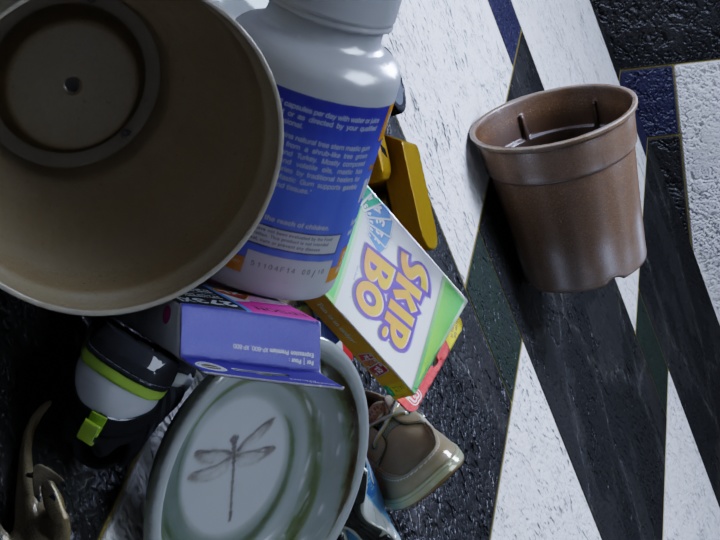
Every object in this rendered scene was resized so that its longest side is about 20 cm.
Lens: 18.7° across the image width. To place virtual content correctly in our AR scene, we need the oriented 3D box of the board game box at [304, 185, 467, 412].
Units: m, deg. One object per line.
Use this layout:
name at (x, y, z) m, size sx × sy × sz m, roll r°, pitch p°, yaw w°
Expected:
board game box at (0.000, 0.000, 1.520) m, size 0.200 × 0.030 × 0.096 m, roll 50°, pitch 51°, yaw -24°

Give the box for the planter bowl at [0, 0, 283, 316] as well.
planter bowl at (-0.157, -0.092, 1.263) m, size 0.200 × 0.200 × 0.135 m, roll 65°, pitch -5°, yaw -28°

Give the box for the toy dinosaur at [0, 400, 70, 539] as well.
toy dinosaur at (-0.177, 0.149, 1.198) m, size 0.101 × 0.058 × 0.200 m, roll 79°, pitch -9°, yaw -62°

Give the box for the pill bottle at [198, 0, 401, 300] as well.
pill bottle at (-0.040, -0.093, 1.340) m, size 0.112 × 0.112 × 0.200 m, roll -53°, pitch 163°, yaw -70°

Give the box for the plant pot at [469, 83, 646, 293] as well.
plant pot at (0.246, -0.093, 2.570) m, size 0.200 × 0.200 × 0.199 m, roll -70°, pitch 148°, yaw -64°

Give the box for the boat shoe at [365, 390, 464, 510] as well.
boat shoe at (0.024, 0.136, 1.728) m, size 0.065 × 0.072 × 0.200 m, roll 53°, pitch -6°, yaw -13°

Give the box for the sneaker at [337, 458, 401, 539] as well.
sneaker at (-0.029, 0.155, 1.650) m, size 0.090 × 0.078 × 0.200 m, roll -110°, pitch 179°, yaw -55°

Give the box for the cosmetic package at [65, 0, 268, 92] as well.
cosmetic package at (-0.118, -0.146, 1.417) m, size 0.200 × 0.081 × 0.113 m, roll 22°, pitch 66°, yaw -33°

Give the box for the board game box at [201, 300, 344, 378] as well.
board game box at (-0.089, -0.019, 1.485) m, size 0.135 × 0.034 × 0.200 m, roll -39°, pitch 105°, yaw -41°

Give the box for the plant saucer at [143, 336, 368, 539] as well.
plant saucer at (-0.077, 0.130, 1.414) m, size 0.200 × 0.050 × 0.200 m, roll -24°, pitch 123°, yaw -42°

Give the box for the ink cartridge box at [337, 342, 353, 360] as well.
ink cartridge box at (-0.065, 0.009, 1.637) m, size 0.200 × 0.067 × 0.116 m, roll 36°, pitch 42°, yaw -63°

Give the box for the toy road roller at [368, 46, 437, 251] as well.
toy road roller at (-0.028, -0.085, 1.739) m, size 0.146 × 0.123 × 0.200 m, roll -7°, pitch 84°, yaw -74°

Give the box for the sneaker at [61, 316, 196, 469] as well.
sneaker at (-0.152, 0.076, 1.314) m, size 0.083 × 0.072 × 0.200 m, roll -61°, pitch 177°, yaw -3°

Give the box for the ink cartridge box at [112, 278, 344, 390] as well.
ink cartridge box at (-0.092, 0.028, 1.318) m, size 0.200 × 0.095 × 0.037 m, roll 29°, pitch -72°, yaw 58°
